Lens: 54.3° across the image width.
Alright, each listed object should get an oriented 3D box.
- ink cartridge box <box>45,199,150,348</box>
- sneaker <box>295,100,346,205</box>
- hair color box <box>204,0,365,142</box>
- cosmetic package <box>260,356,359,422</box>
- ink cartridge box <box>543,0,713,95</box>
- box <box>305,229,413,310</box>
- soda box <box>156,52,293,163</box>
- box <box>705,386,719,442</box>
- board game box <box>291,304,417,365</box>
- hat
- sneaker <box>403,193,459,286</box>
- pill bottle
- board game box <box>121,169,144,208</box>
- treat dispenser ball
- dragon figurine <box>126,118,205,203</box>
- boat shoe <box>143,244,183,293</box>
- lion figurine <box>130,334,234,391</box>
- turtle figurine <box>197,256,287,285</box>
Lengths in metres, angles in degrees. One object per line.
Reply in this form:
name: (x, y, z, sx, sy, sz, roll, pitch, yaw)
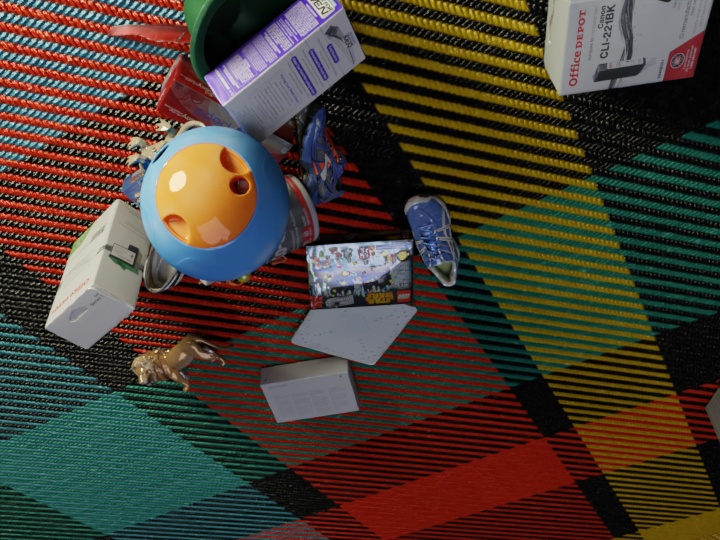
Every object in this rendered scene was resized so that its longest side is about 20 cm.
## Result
ink cartridge box: (-0.428, 0.006, 1.165, 0.145, 0.203, 0.084, -34, 129, 28)
sneaker: (-0.061, -0.185, 1.107, 0.077, 0.077, 0.202, -9, 144, -8)
hair color box: (-0.098, -0.273, 0.940, 0.198, 0.065, 0.109, -37, 155, 2)
cosmetic package: (-0.110, 0.266, 1.566, 0.195, 0.052, 0.152, -9, 137, 4)
ink cartridge box: (0.364, -0.337, 0.969, 0.195, 0.085, 0.146, -7, 137, 3)
box: (0.000, 0.000, 1.291, 0.195, 0.040, 0.140, -4, 121, -1)
soda box: (-0.196, -0.231, 1.039, 0.197, 0.071, 0.063, 25, 131, -27)
box: (0.921, 0.344, 1.639, 0.102, 0.187, 0.203, 0, 137, -3)
board game box: (-0.015, 0.104, 1.428, 0.196, 0.026, 0.201, 18, 132, -21)
hat: (-0.208, -0.359, 0.947, 0.198, 0.176, 0.168, -24, 147, -38)
sneaker: (0.135, -0.054, 1.243, 0.074, 0.078, 0.201, -20, 132, 18)
pill bottle: (-0.173, -0.062, 1.103, 0.197, 0.114, 0.115, -27, 140, -19)
board game box: (-0.271, -0.139, 1.150, 0.197, 0.035, 0.136, -24, 133, 19)
treat dispenser ball: (-0.193, -0.088, 0.939, 0.196, 0.204, 0.203, -2, 136, -2)
dragon figurine: (-0.277, -0.167, 1.043, 0.197, 0.060, 0.099, -24, 147, 23)
boat shoe: (-0.297, -0.054, 1.128, 0.073, 0.060, 0.202, 30, 110, -1)
lion figurine: (-0.370, 0.179, 1.454, 0.199, 0.073, 0.123, -38, 119, 11)
turtle figurine: (-0.242, -0.017, 1.232, 0.196, 0.066, 0.161, -12, 145, 24)
